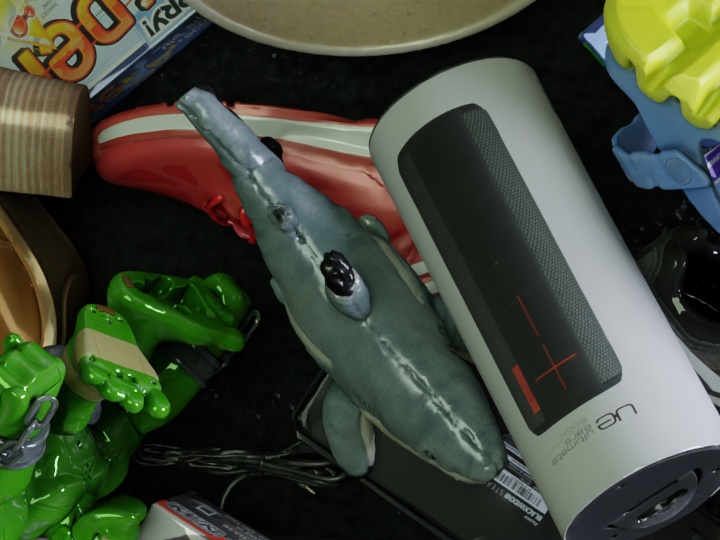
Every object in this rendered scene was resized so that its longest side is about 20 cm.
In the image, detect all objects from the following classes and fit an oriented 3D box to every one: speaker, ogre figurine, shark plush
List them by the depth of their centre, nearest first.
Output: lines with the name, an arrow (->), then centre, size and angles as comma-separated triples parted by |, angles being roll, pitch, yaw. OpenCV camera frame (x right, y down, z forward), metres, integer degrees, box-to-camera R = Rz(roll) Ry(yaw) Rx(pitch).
speaker -> 0.079, 0.013, 1.154 | 0.081, 0.081, 0.201 | -30, 65, 10
shark plush -> 0.000, 0.000, 1.170 | 0.091, 0.083, 0.201 | -25, 94, 0
ogre figurine -> -0.122, 0.064, 1.200 | 0.098, 0.200, 0.120 | 33, 114, -7

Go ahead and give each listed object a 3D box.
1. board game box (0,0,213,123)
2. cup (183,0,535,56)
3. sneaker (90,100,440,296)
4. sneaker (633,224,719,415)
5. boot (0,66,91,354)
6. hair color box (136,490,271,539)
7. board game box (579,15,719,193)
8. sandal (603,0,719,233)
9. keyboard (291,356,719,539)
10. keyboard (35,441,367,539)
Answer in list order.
board game box -> -0.156, -0.133, 1.327 | 0.200, 0.034, 0.136 | -40, 77, 8
cup -> 0.001, -0.213, 1.230 | 0.199, 0.200, 0.144 | -12, 56, 13
sneaker -> -0.031, -0.013, 1.264 | 0.199, 0.078, 0.116 | 3, 85, 16
sneaker -> 0.190, 0.048, 1.182 | 0.200, 0.071, 0.098 | 31, 133, 6
boot -> -0.206, -0.003, 1.279 | 0.154, 0.077, 0.201 | 6, 114, 7
hair color box -> -0.091, 0.211, 1.256 | 0.101, 0.061, 0.201 | 30, 98, 13
board game box -> 0.215, -0.116, 1.222 | 0.200, 0.034, 0.136 | -40, 79, 8
sandal -> 0.175, -0.037, 1.134 | 0.079, 0.087, 0.200 | -34, 68, -32
keyboard -> 0.075, 0.082, 1.239 | 0.200, 0.040, 0.104 | 35, 92, -5
keyboard -> -0.067, 0.135, 1.288 | 0.199, 0.021, 0.128 | 1, 85, 13
